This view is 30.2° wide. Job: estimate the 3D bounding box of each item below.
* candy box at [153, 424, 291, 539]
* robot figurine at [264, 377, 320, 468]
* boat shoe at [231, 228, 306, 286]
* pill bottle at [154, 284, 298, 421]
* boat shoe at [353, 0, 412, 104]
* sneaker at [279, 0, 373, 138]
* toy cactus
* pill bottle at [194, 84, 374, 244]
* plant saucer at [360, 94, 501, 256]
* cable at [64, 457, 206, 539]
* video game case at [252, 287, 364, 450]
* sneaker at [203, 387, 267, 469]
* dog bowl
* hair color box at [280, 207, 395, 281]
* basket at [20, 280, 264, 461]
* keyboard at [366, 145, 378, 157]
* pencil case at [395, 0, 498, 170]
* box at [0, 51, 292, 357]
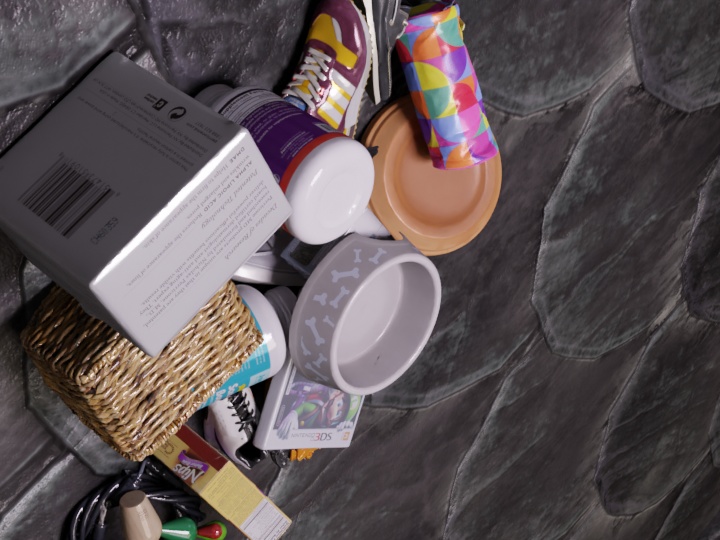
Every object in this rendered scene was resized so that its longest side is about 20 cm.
[{"bbox_3d":[-0.172,0.257,1.613,0.056,0.117,0.200,-48,145,-13],"label":"candy box"},{"bbox_3d":[-0.070,0.158,1.711,0.145,0.058,0.200,-24,133,-39],"label":"robot figurine"},{"bbox_3d":[-0.093,-0.017,1.541,0.200,0.072,0.069,4,90,-43],"label":"boat shoe"},{"bbox_3d":[-0.160,0.084,1.468,0.200,0.111,0.111,-23,134,-24],"label":"pill bottle"},{"bbox_3d":[0.027,-0.272,1.463,0.068,0.072,0.200,-13,130,-14],"label":"boat shoe"},{"bbox_3d":[-0.045,-0.199,1.442,0.090,0.075,0.200,-29,136,-42],"label":"sneaker"},{"bbox_3d":[-0.243,0.332,1.545,0.200,0.102,0.165,-24,124,-19],"label":"toy cactus"},{"bbox_3d":[-0.088,-0.115,1.343,0.112,0.200,0.113,-31,137,-33],"label":"pill bottle"},{"bbox_3d":[0.089,-0.117,1.617,0.200,0.037,0.200,-2,94,-26],"label":"plant saucer"},{"bbox_3d":[-0.267,0.318,1.601,0.163,0.051,0.200,-48,145,-13],"label":"cable"},{"bbox_3d":[-0.042,0.124,1.643,0.182,0.023,0.200,9,100,-56],"label":"video game case"},{"bbox_3d":[-0.151,0.157,1.592,0.074,0.080,0.200,-36,139,-24],"label":"sneaker"},{"bbox_3d":[0.012,0.051,1.499,0.200,0.059,0.200,-29,133,-36],"label":"dog bowl"},{"bbox_3d":[0.000,0.000,1.550,0.099,0.061,0.200,-53,144,-7],"label":"hair color box"},{"bbox_3d":[-0.227,0.066,1.360,0.200,0.143,0.149,-47,138,-21],"label":"basket"},{"bbox_3d":[-0.046,-0.107,1.488,0.104,0.040,0.200,-46,174,16],"label":"keyboard"},{"bbox_3d":[0.100,-0.217,1.541,0.088,0.088,0.200,-29,113,-35],"label":"pencil case"},{"bbox_3d":[-0.210,-0.064,1.234,0.200,0.199,0.131,-47,145,-14],"label":"box"}]
